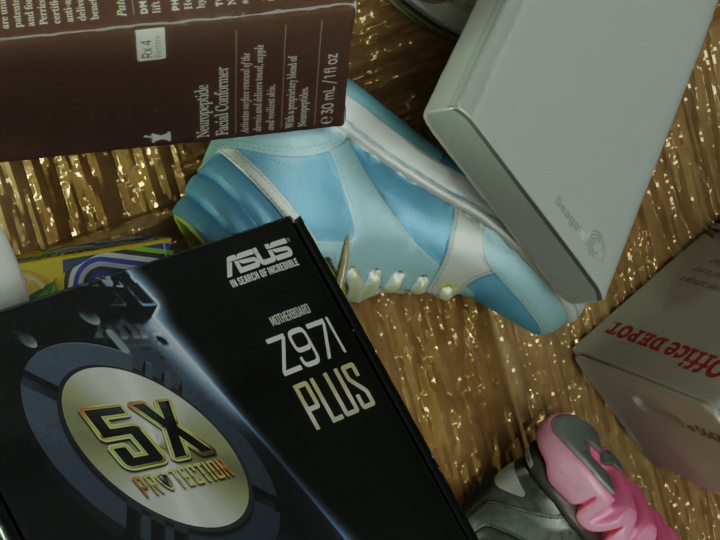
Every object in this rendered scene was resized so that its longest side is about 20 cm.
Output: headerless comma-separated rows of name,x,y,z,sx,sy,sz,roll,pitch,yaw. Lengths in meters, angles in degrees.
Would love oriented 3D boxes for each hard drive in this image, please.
hard drive,0.105,-0.104,0.932,0.132,0.026,0.200,49,51,-34

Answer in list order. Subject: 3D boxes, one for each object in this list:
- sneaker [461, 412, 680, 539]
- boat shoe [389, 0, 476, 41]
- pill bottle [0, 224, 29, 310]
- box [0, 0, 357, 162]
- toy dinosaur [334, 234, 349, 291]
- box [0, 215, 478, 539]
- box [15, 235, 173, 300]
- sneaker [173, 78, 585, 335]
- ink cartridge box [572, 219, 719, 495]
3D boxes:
sneaker,0.124,0.166,1.019,0.095,0.079,0.200,-37,109,10
boat shoe,0.034,-0.159,0.934,0.200,0.068,0.075,26,87,-22
pill bottle,-0.235,0.018,0.758,0.200,0.111,0.111,-29,106,-14
box,-0.104,-0.103,0.839,0.199,0.100,0.075,-6,65,-6
toy dinosaur,-0.008,0.086,0.901,0.058,0.101,0.200,-18,140,-8
box,-0.074,0.087,0.772,0.200,0.086,0.164,-19,76,-45
box,-0.180,0.031,0.874,0.199,0.070,0.065,-11,96,-20
sneaker,0.000,0.000,0.938,0.200,0.080,0.131,36,81,-12
ink cartridge box,0.225,0.019,0.989,0.200,0.146,0.084,-40,111,-11
